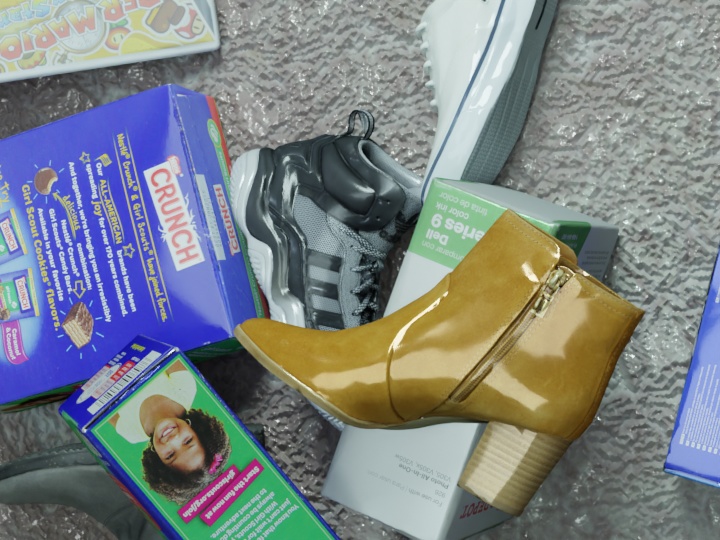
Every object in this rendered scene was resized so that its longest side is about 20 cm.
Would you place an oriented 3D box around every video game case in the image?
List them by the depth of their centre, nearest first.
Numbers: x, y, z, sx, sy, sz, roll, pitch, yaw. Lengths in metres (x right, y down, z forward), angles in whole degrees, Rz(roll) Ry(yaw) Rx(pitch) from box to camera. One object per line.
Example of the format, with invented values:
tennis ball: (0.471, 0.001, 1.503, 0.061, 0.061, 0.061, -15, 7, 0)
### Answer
video game case: (-0.201, -0.218, 1.411, 0.199, 0.023, 0.183, -9, 101, 0)

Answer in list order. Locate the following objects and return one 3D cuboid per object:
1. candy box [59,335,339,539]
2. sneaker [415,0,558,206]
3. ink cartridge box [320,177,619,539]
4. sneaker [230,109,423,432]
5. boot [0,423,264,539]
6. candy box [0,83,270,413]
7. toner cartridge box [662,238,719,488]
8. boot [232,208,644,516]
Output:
candy box: (-0.081, 0.138, 1.291, 0.077, 0.169, 0.200, -42, 98, -9)
sneaker: (0.068, -0.129, 1.346, 0.071, 0.073, 0.201, 19, 87, 22)
ink cartridge box: (0.066, 0.053, 1.303, 0.087, 0.145, 0.201, 20, 98, 19)
sneaker: (0.000, 0.000, 1.363, 0.114, 0.075, 0.201, -26, 79, 21)
boot: (-0.146, 0.174, 1.424, 0.199, 0.070, 0.132, -7, 90, 20)
candy box: (-0.174, -0.011, 1.428, 0.199, 0.077, 0.170, -16, 84, 21)
toner cartridge box: (0.249, 0.033, 1.291, 0.095, 0.043, 0.201, 16, 96, 20)
boot: (0.043, 0.028, 1.205, 0.201, 0.071, 0.144, 29, 94, 15)
